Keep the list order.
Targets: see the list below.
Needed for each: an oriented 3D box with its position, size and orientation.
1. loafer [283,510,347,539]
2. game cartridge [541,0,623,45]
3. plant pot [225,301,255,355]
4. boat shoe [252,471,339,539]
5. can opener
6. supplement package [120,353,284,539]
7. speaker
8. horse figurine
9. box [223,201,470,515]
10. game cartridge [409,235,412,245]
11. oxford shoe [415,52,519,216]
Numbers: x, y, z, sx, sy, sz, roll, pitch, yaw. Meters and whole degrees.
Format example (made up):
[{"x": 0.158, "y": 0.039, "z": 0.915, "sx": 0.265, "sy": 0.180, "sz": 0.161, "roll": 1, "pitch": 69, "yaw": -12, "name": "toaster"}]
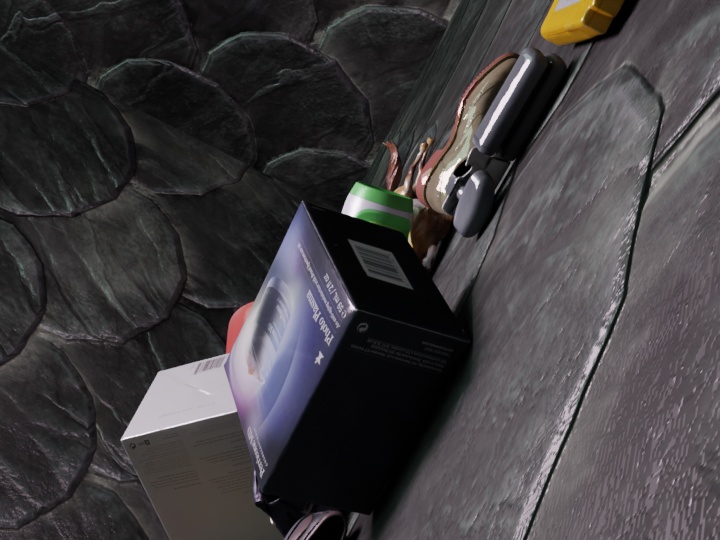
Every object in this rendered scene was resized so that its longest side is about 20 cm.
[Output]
[{"x": -0.066, "y": 0.303, "z": 1.057, "sx": 0.201, "sy": 0.072, "sz": 0.063, "roll": -63, "pitch": 8, "yaw": -33, "name": "loafer"}, {"x": 0.234, "y": -0.298, "z": 1.082, "sx": 0.177, "sy": 0.032, "sz": 0.200, "roll": -64, "pitch": 4, "yaw": 6, "name": "game cartridge"}, {"x": -0.126, "y": 0.172, "z": 1.790, "sx": 0.201, "sy": 0.199, "sz": 0.178, "roll": 122, "pitch": 164, "yaw": -50, "name": "plant pot"}, {"x": -0.062, "y": 0.192, "z": 1.235, "sx": 0.074, "sy": 0.093, "sz": 0.201, "roll": -23, "pitch": 36, "yaw": 19, "name": "boat shoe"}, {"x": 0.148, "y": -0.123, "z": 1.179, "sx": 0.201, "sy": 0.053, "sz": 0.067, "roll": -61, "pitch": 37, "yaw": 29, "name": "can opener"}, {"x": -0.151, "y": 0.220, "z": 1.356, "sx": 0.151, "sy": 0.201, "sz": 0.151, "roll": -15, "pitch": 22, "yaw": 15, "name": "supplement package"}, {"x": 0.000, "y": 0.000, "z": 1.407, "sx": 0.088, "sy": 0.088, "sz": 0.201, "roll": -101, "pitch": 28, "yaw": -82, "name": "speaker"}, {"x": 0.075, "y": -0.086, "z": 1.450, "sx": 0.133, "sy": 0.050, "sz": 0.200, "roll": -65, "pitch": 33, "yaw": 20, "name": "horse figurine"}, {"x": -0.023, "y": 0.078, "z": 1.075, "sx": 0.199, "sy": 0.123, "sz": 0.200, "roll": -64, "pitch": 27, "yaw": 21, "name": "box"}, {"x": 0.051, "y": 0.015, "z": 1.535, "sx": 0.201, "sy": 0.032, "sz": 0.176, "roll": -66, "pitch": 5, "yaw": -34, "name": "game cartridge"}, {"x": 0.141, "y": -0.148, "z": 1.316, "sx": 0.201, "sy": 0.070, "sz": 0.075, "roll": -62, "pitch": 31, "yaw": 8, "name": "oxford shoe"}]
